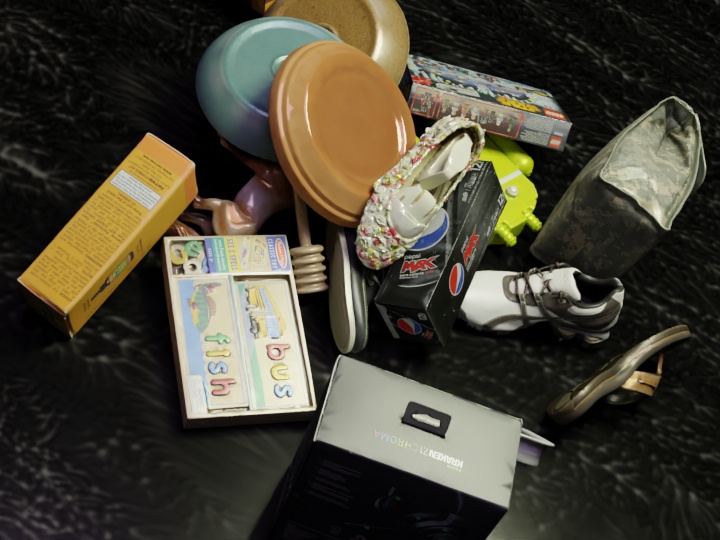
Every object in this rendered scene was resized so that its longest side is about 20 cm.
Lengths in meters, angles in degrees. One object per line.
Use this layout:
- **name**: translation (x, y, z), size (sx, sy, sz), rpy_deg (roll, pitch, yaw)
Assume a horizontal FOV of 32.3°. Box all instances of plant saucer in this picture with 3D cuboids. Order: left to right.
- **plant saucer**: translation (-0.079, -0.208, 1.352), size (0.197, 0.036, 0.202), rpy_deg (6, 58, -9)
- **plant saucer**: translation (-0.043, -0.261, 1.445), size (0.197, 0.035, 0.203), rpy_deg (-4, 74, 14)
- **plant saucer**: translation (-0.009, -0.146, 1.299), size (0.199, 0.037, 0.203), rpy_deg (14, 68, -40)

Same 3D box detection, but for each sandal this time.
- **sandal**: translation (0.279, 0.119, 1.310), size (0.199, 0.082, 0.055), rpy_deg (-29, 83, -36)

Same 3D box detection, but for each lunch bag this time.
- **lunch bag**: translation (0.304, -0.089, 1.416), size (0.117, 0.164, 0.200), rpy_deg (37, 51, 0)

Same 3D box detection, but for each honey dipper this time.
- **honey dipper**: translation (-0.065, -0.078, 1.292), size (0.038, 0.038, 0.203), rpy_deg (-10, 94, -26)

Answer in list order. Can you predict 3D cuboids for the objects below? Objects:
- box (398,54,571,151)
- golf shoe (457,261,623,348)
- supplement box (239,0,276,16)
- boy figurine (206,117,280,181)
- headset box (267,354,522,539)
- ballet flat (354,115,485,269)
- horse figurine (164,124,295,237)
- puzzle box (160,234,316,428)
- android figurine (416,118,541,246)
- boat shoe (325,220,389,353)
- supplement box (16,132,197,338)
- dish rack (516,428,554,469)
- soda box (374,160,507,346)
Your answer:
- **box**: translation (0.145, -0.205, 1.504), size (0.197, 0.040, 0.137), rpy_deg (13, 24, -10)
- **golf shoe**: translation (0.189, 0.021, 1.342), size (0.197, 0.095, 0.078), rpy_deg (7, 52, -12)
- **supplement box**: translation (-0.138, -0.458, 1.515), size (0.199, 0.199, 0.132), rpy_deg (34, 48, 25)
- **boy figurine**: translation (-0.076, -0.140, 1.387), size (0.199, 0.065, 0.125), rpy_deg (32, 78, 12)
- **headset box**: translation (0.029, 0.181, 1.088), size (0.172, 0.201, 0.093), rpy_deg (19, 50, -2)
- **ballet flat**: translation (0.063, -0.087, 1.276), size (0.076, 0.064, 0.201), rpy_deg (44, 64, -24)
- **horse figurine**: translation (-0.129, -0.081, 1.318), size (0.133, 0.050, 0.200), rpy_deg (45, 67, 4)
- **puzzle box**: translation (-0.122, 0.057, 1.233), size (0.131, 0.025, 0.202), rpy_deg (-2, 61, -21)
- **android figurine**: translation (0.127, -0.105, 1.456), size (0.181, 0.041, 0.200), rpy_deg (-25, 63, -34)
- **boat shoe**: translation (0.000, 0.000, 1.306), size (0.067, 0.072, 0.202), rpy_deg (8, 48, -12)
- **supplement box**: translation (-0.244, -0.035, 1.216), size (0.068, 0.067, 0.201), rpy_deg (32, 67, 9)
- **dish rack**: translation (0.075, 0.143, 1.182), size (0.198, 0.172, 0.044), rpy_deg (20, 87, -3)
- **soda box**: translation (0.087, -0.023, 1.317), size (0.063, 0.071, 0.201), rpy_deg (7, 56, 30)
